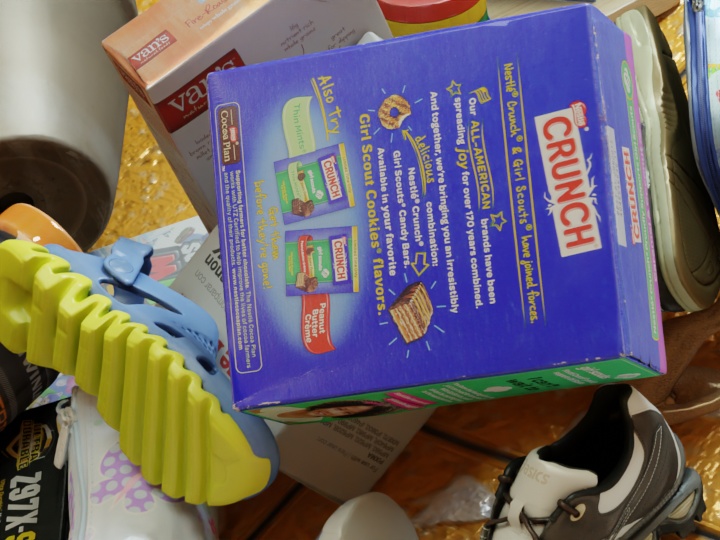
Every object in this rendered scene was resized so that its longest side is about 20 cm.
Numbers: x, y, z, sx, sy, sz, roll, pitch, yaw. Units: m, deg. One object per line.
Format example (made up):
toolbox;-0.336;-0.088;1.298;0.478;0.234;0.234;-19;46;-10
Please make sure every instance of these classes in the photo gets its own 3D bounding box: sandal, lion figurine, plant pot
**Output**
sandal;-0.103;0.041;1.468;0.087;0.080;0.200;-18;50;-40
lion figurine;0.131;0.027;1.489;0.122;0.073;0.200;-33;40;-7
plant pot;-0.219;-0.092;1.732;0.199;0.200;0.174;-21;47;4

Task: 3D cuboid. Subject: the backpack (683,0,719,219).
backpack;0.245;-0.073;1.460;0.147;0.183;0.200;-15;48;16

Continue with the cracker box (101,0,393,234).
cracker box;-0.039;-0.083;1.565;0.134;0.200;0.058;-36;46;-8

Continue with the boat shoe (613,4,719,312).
boat shoe;0.139;-0.050;1.470;0.065;0.073;0.200;-21;41;18

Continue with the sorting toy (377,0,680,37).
sorting toy;0.054;-0.184;1.745;0.200;0.070;0.199;-29;38;-27

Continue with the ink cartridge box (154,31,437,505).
ink cartridge box;0.000;0.000;1.509;0.200;0.084;0.144;-52;43;9

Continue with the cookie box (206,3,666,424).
cookie box;0.036;-0.023;1.385;0.199;0.075;0.172;-8;80;21

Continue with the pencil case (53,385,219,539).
pencil case;-0.113;0.140;1.466;0.083;0.091;0.200;-32;36;19

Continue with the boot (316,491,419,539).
boot;-0.032;0.188;1.389;0.090;0.073;0.200;-27;22;28

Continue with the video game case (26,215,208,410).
video game case;-0.110;0.023;1.667;0.199;0.018;0.143;-18;37;8

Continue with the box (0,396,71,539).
box;-0.224;0.166;1.532;0.159;0.049;0.200;-14;38;9

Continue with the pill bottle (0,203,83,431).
pill bottle;-0.232;0.051;1.548;0.106;0.106;0.200;21;56;43

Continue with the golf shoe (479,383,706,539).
golf shoe;0.078;0.134;1.371;0.078;0.095;0.200;19;56;41
